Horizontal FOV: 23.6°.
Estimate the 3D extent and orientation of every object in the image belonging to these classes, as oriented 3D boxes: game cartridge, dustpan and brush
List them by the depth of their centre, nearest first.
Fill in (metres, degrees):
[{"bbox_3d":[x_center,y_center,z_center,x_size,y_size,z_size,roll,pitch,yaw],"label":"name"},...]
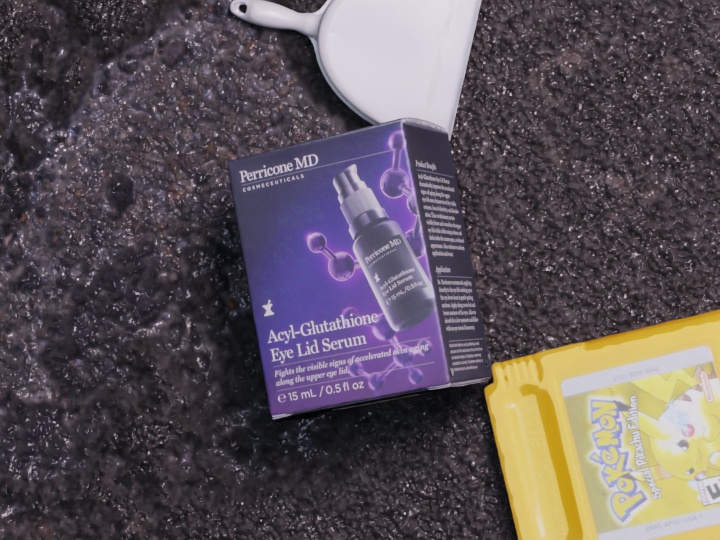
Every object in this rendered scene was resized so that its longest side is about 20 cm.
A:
[{"bbox_3d":[0.204,0.134,1.281,0.200,0.032,0.176,-14,83,9],"label":"game cartridge"},{"bbox_3d":[-0.011,-0.185,1.346,0.200,0.057,0.140,14,101,6],"label":"dustpan and brush"}]

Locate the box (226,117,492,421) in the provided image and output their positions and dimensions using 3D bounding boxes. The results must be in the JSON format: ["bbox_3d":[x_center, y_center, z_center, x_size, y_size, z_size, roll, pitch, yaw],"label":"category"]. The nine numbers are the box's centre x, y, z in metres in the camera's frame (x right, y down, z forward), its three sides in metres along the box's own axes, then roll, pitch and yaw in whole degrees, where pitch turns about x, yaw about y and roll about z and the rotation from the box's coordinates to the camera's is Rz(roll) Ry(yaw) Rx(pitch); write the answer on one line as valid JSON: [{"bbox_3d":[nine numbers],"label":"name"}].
[{"bbox_3d":[0.000,0.000,1.284,0.148,0.104,0.200,-13,85,21],"label":"box"}]
